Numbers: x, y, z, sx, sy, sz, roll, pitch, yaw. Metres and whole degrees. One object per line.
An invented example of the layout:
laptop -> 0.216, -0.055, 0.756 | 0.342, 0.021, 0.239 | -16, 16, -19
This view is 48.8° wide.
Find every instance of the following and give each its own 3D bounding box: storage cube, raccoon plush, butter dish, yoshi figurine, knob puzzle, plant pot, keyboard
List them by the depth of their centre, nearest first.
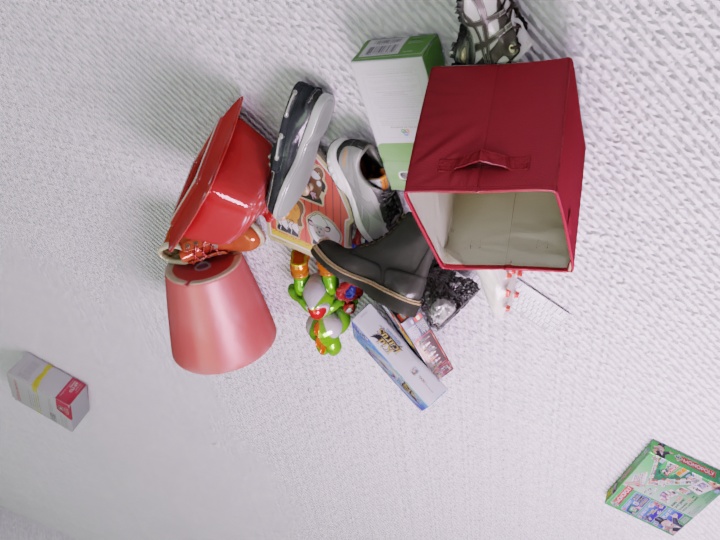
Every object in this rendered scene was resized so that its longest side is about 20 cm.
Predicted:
storage cube -> 0.167, -0.120, 0.930 | 0.169, 0.182, 0.200 | 2, 151, 23
raccoon plush -> 0.101, 0.007, 1.169 | 0.134, 0.097, 0.200 | 47, 178, 9
butter dish -> -0.188, -0.122, 1.214 | 0.147, 0.202, 0.199 | 25, 143, -17
keyboard -> 0.226, 0.028, 1.224 | 0.199, 0.011, 0.056 | 34, 140, -2
knob puzzle -> -0.090, -0.109, 1.231 | 0.218, 0.030, 0.222 | 24, 129, 32
yoshi figurine -> -0.063, 0.049, 1.382 | 0.112, 0.111, 0.202 | 33, 140, 48
plant pot -> -0.266, 0.060, 1.446 | 0.198, 0.201, 0.179 | 8, 126, 25

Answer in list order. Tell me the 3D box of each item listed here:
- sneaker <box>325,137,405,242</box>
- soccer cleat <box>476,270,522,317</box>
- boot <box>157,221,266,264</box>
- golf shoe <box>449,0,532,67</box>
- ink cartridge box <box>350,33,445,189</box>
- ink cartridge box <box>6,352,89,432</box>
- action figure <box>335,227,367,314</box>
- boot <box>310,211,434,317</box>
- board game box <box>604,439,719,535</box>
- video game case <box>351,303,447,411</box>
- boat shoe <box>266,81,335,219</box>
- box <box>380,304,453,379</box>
sneaker -> 0.025, -0.104, 1.157 | 0.079, 0.074, 0.201 | 2, 133, 50
soccer cleat -> 0.188, -0.022, 1.159 | 0.077, 0.069, 0.202 | 10, 129, 31
boot -> -0.261, -0.047, 1.387 | 0.198, 0.108, 0.076 | 4, 132, 28
golf shoe -> 0.154, -0.290, 0.900 | 0.093, 0.078, 0.201 | 16, 149, 13
ink cartridge box -> 0.069, -0.204, 1.048 | 0.103, 0.060, 0.201 | 4, 133, 30
ink cartridge box -> -0.848, 0.331, 2.167 | 0.198, 0.084, 0.146 | 27, 140, 6
action figure -> 0.000, 0.000, 1.286 | 0.052, 0.065, 0.201 | 43, 139, 22
boot -> 0.030, -0.037, 1.140 | 0.199, 0.077, 0.140 | 29, 100, 31
board game box -> 0.526, 0.381, 1.379 | 0.133, 0.029, 0.201 | 25, 140, 10
video game case -> 0.060, 0.150, 1.321 | 0.181, 0.045, 0.200 | 46, 172, 9
boat shoe -> -0.098, -0.172, 1.147 | 0.060, 0.076, 0.202 | 30, 108, 13
box -> 0.072, 0.076, 1.251 | 0.137, 0.040, 0.200 | 51, 176, 39
